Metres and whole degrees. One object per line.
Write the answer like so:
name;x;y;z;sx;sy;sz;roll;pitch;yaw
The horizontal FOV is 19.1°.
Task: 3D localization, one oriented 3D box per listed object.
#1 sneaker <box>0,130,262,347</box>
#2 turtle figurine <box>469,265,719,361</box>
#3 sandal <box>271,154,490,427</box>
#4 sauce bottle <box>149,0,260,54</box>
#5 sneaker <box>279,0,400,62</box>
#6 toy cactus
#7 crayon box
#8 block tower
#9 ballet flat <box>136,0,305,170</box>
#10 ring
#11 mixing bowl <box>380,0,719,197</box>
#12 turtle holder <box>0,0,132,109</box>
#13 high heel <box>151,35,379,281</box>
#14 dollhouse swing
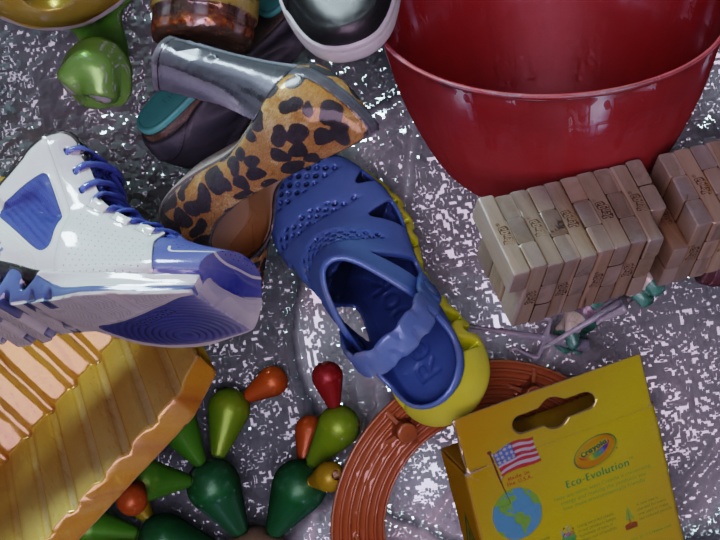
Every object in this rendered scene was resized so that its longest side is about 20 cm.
sneaker;-0.149;-0.023;1.192;0.199;0.081;0.116;0;67;30
turtle figurine;0.161;-0.005;1.261;0.199;0.150;0.101;-4;83;-4
sandal;0.000;0.000;1.263;0.079;0.087;0.200;-44;65;11
sauce bottle;-0.083;-0.226;1.240;0.066;0.066;0.201;3;77;3
sneaker;-0.029;-0.220;1.185;0.073;0.112;0.201;-13;55;10
toy cactus;-0.077;0.153;1.327;0.199;0.102;0.165;-27;108;0
crayon box;0.127;0.154;1.291;0.127;0.051;0.201;-18;108;-12
block tower;0.158;-0.025;1.170;0.199;0.058;0.054;-13;57;-19
ballet flat;-0.049;-0.137;1.282;0.073;0.073;0.200;41;94;-4
ring;0.079;0.153;1.313;0.200;0.019;0.201;-3;103;-15
mixing bowl;0.109;-0.103;1.226;0.199;0.200;0.109;0;125;4
turtle holder;-0.187;-0.195;1.241;0.140;0.132;0.186;10;101;1
high heel;-0.044;-0.033;1.218;0.142;0.071;0.201;18;135;30
dollhouse swing;-0.200;0.055;1.254;0.182;0.176;0.200;44;93;-4
